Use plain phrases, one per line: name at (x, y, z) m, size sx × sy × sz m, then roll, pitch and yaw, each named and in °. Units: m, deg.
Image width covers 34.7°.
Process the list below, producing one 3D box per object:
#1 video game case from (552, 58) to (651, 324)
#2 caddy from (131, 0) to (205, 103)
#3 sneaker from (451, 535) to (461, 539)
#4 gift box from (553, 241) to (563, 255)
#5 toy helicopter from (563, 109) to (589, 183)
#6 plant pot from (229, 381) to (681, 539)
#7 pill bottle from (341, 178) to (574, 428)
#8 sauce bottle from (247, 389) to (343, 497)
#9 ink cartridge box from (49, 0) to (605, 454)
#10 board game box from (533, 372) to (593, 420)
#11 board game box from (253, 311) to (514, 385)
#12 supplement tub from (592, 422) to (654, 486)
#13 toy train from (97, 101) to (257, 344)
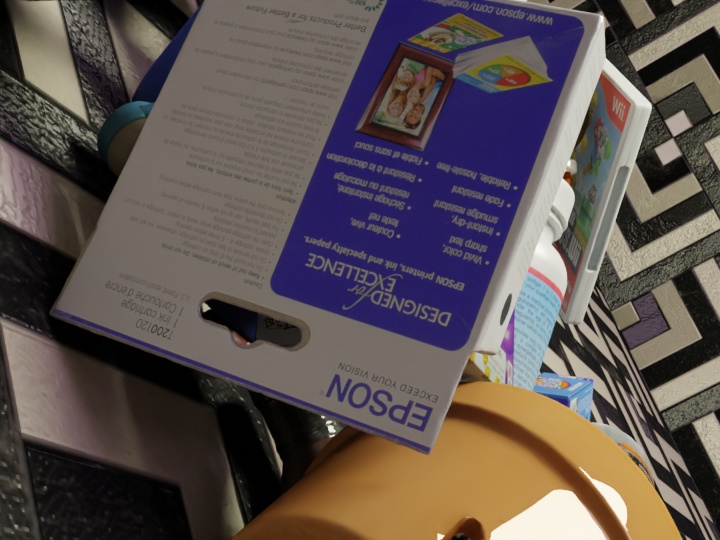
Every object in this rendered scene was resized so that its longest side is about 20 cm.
video game case at (0.188, -0.076, 0.993) m, size 0.143 × 0.017 × 0.202 m, roll -108°, pitch -153°, yaw -59°
caddy at (-0.048, -0.132, 0.730) m, size 0.105 × 0.200 × 0.142 m, roll 43°, pitch 20°, yaw -5°
sneaker at (0.061, 0.129, 0.825) m, size 0.078 × 0.075 × 0.200 m, roll 65°, pitch 14°, yaw -2°
gift box at (0.063, -0.078, 0.995) m, size 0.185 × 0.186 × 0.201 m, roll 46°, pitch 20°, yaw -42°
toy helicopter at (0.130, -0.107, 0.897) m, size 0.200 × 0.078 × 0.134 m, roll -40°, pitch 120°, yaw -47°
plant pot at (0.023, 0.155, 0.475) m, size 0.139 × 0.199 × 0.202 m, roll -6°, pitch 66°, yaw -56°
pill bottle at (0.062, 0.033, 0.705) m, size 0.109 × 0.108 × 0.202 m, roll 40°, pitch 67°, yaw -52°
sauce bottle at (-0.004, 0.143, 0.617) m, size 0.201 × 0.064 × 0.065 m, roll 63°, pitch 15°, yaw 12°
ink cartridge box at (-0.014, -0.038, 0.513) m, size 0.202 × 0.196 × 0.043 m, roll -66°, pitch 154°, yaw -14°
board game box at (0.128, 0.180, 0.823) m, size 0.152 × 0.044 × 0.203 m, roll 5°, pitch 90°, yaw -73°
board game box at (0.021, -0.040, 0.586) m, size 0.103 × 0.104 × 0.202 m, roll 43°, pitch 48°, yaw -61°
supplement tub at (0.213, 0.226, 1.061) m, size 0.123 × 0.122 × 0.200 m, roll 59°, pitch 16°, yaw -5°
toy train at (-0.072, -0.010, 0.669) m, size 0.116 × 0.084 × 0.200 m, roll 50°, pitch 0°, yaw 34°
